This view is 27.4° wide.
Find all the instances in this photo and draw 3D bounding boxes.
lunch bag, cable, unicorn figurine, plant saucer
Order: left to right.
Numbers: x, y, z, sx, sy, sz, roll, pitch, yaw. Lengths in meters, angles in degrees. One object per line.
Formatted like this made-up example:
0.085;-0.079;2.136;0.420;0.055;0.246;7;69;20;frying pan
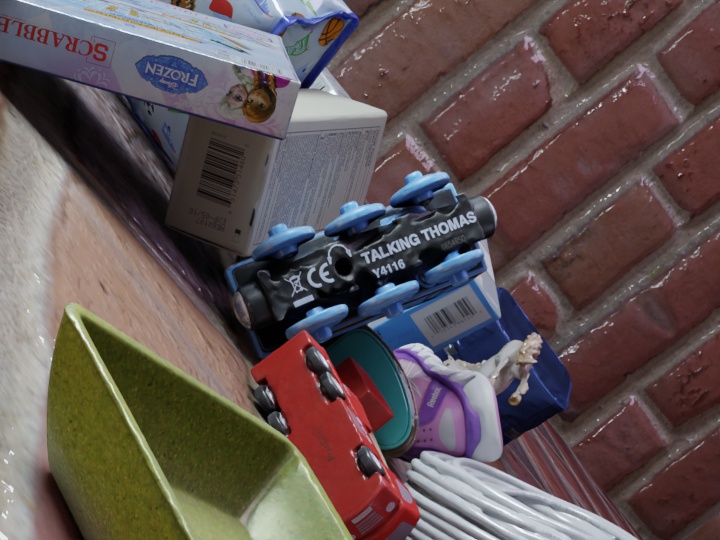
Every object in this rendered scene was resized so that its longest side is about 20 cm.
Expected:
-0.123;-0.190;1.190;0.123;0.200;0.171;-12;60;-52;lunch bag
-0.038;0.129;0.561;0.201;0.048;0.200;56;6;31;plant saucer
0.152;0.136;1.829;0.074;0.198;0.138;54;31;-22;unicorn figurine
0.178;0.131;2.004;0.201;0.132;0.136;53;21;-4;lunch bag
0.117;0.191;1.012;0.198;0.070;0.200;24;1;5;cable

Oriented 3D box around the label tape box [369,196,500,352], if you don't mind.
0.055;-0.001;1.464;0.066;0.142;0.201;50;21;-32;label tape box

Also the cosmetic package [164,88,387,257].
-0.058;-0.078;1.102;0.072;0.105;0.200;20;13;18;cosmetic package

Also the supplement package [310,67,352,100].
-0.122;-0.203;1.509;0.201;0.147;0.191;53;5;3;supplement package

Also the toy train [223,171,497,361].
0.000;0.000;1.030;0.087;0.198;0.114;65;-17;9;toy train

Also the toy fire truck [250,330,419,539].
-0.007;0.113;0.939;0.141;0.049;0.201;49;7;-44;toy fire truck

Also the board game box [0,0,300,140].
-0.145;-0.150;0.974;0.198;0.042;0.200;15;14;-10;board game box

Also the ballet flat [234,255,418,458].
-0.022;0.059;1.100;0.201;0.068;0.067;55;-13;17;ballet flat

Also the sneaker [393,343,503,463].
0.033;0.110;1.161;0.200;0.087;0.082;-170;-112;-69;sneaker
